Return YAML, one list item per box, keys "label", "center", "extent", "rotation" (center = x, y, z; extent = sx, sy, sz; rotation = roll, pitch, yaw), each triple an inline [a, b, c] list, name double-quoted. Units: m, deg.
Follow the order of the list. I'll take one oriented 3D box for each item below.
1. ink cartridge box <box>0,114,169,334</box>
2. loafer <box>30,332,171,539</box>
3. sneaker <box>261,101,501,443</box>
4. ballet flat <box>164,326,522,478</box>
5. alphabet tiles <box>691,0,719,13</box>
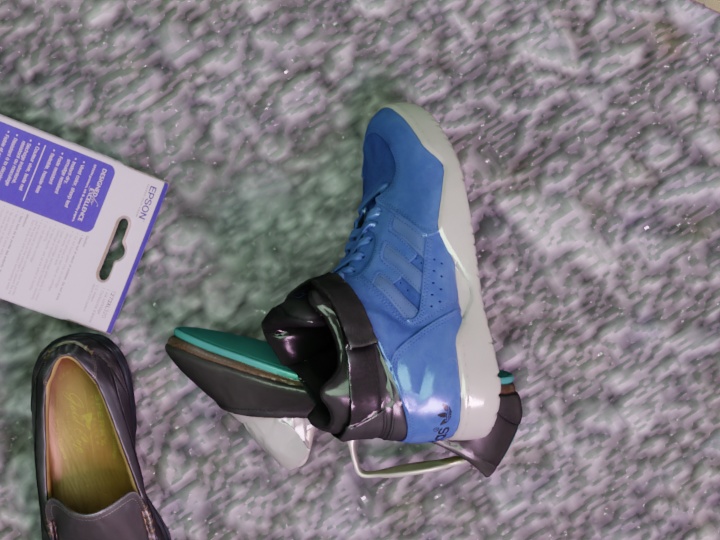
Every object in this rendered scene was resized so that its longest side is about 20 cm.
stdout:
- label: "ink cartridge box"
  center: [-0.206, -0.039, 1.564]
  extent: [0.200, 0.037, 0.095]
  rotation: [22, 90, -34]
- label: "loafer"
  center: [-0.147, 0.134, 1.574]
  extent: [0.073, 0.072, 0.200]
  rotation: [-15, 88, 3]
- label: "sneaker"
  center: [0.000, 0.000, 1.530]
  extent: [0.111, 0.077, 0.200]
  rotation: [-3, 66, -19]
- label: "ballet flat"
  center: [-0.012, 0.078, 1.569]
  extent: [0.200, 0.068, 0.068]
  rotation: [8, 97, 5]
- label: "alphabet tiles"
  center: [0.254, -0.209, 1.585]
  extent: [0.200, 0.008, 0.167]
  rotation: [24, 90, 5]
